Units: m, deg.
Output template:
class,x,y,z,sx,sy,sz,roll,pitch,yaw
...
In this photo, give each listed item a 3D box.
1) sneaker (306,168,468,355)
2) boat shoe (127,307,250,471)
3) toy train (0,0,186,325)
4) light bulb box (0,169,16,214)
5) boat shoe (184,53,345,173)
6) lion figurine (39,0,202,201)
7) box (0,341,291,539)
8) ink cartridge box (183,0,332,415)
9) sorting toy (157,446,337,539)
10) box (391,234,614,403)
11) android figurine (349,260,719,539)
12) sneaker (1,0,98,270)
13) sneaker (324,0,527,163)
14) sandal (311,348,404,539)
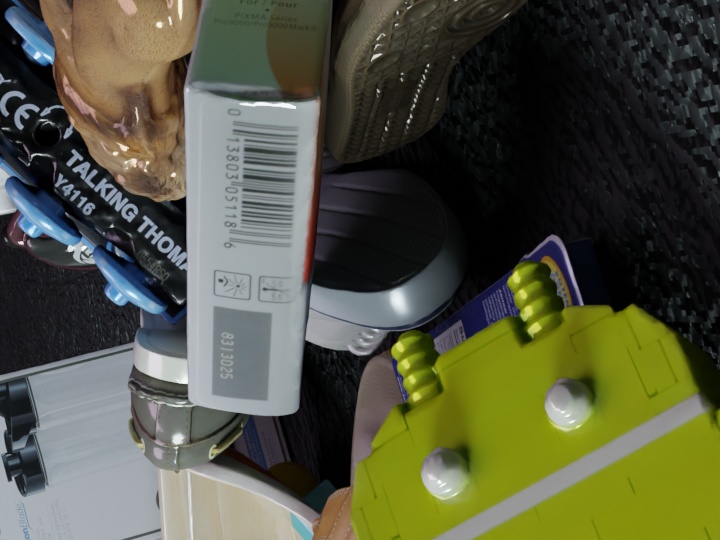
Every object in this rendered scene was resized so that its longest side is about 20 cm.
class,x,y,z,sx,sy,sz,roll,pitch,yaw
sneaker,0.000,0.000,0.826,0.071,0.073,0.200,55,168,-22
boat shoe,-0.086,0.054,1.002,0.202,0.072,0.061,-76,-8,-82
toy train,-0.134,-0.056,0.948,0.200,0.087,0.114,42,-176,-8
light bulb box,-0.208,-0.151,1.173,0.198,0.124,0.201,-135,35,-75
boat shoe,-0.058,-0.102,0.896,0.202,0.074,0.065,-119,18,-55
lion figurine,-0.088,-0.100,0.744,0.200,0.072,0.123,127,125,-79
box,-0.147,0.107,1.095,0.060,0.199,0.117,141,115,-70
ink cartridge box,-0.030,-0.071,0.720,0.163,0.050,0.200,95,-177,-47
sorting toy,-0.023,0.190,0.969,0.180,0.107,0.201,16,111,57
box,0.068,0.064,0.701,0.200,0.032,0.122,135,120,-70
android figurine,0.065,0.092,0.564,0.041,0.182,0.201,28,-143,-54
sneaker,-0.171,-0.069,1.054,0.200,0.115,0.076,50,-172,-20
sneaker,0.007,-0.104,0.696,0.076,0.070,0.200,65,160,12
sandal,0.004,0.132,0.848,0.080,0.054,0.201,34,122,39
